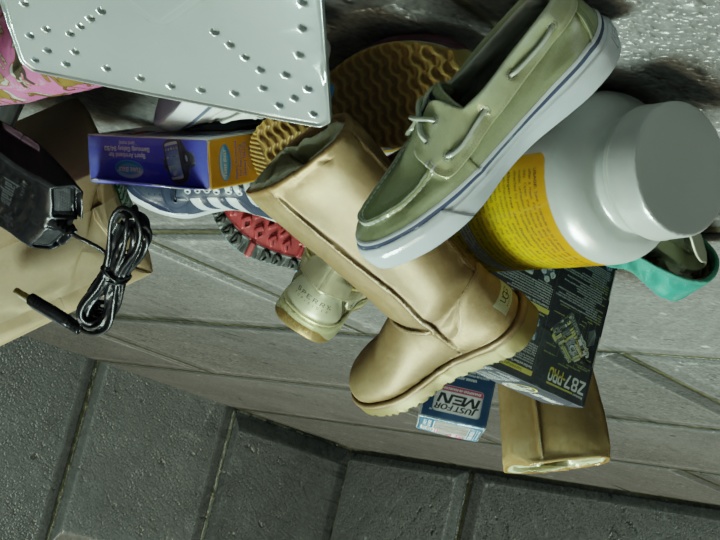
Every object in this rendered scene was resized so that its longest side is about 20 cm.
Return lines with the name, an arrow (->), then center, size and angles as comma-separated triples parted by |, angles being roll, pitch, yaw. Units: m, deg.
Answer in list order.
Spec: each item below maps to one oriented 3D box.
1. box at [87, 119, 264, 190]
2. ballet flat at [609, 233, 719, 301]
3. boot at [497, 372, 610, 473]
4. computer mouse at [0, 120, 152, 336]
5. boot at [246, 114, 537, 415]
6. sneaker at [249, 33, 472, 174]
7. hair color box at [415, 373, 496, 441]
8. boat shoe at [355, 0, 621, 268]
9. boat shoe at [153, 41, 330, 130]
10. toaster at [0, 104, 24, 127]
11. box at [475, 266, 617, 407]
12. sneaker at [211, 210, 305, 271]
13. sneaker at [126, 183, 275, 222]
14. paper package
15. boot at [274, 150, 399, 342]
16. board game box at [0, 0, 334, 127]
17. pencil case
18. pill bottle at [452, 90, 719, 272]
box -> -0.109, -0.090, 1.051 | 0.118, 0.042, 0.199 | 6, -169, 33
ballet flat -> 0.221, -0.033, 1.110 | 0.070, 0.068, 0.199 | -28, 143, 35
boot -> 0.132, 0.087, 1.296 | 0.174, 0.202, 0.066 | -11, 162, 17
computer mouse -> -0.244, -0.039, 1.022 | 0.199, 0.046, 0.141 | 27, 130, 4
boot -> 0.000, 0.000, 0.955 | 0.175, 0.066, 0.200 | -31, 120, 35
sneaker -> 0.014, -0.114, 0.957 | 0.199, 0.075, 0.090 | -18, -172, 41
hair color box -> 0.098, 0.041, 1.217 | 0.060, 0.202, 0.100 | 13, 168, 4
boat shoe -> 0.061, -0.086, 0.817 | 0.062, 0.200, 0.072 | 37, -164, -28
boat shoe -> -0.086, -0.129, 0.964 | 0.065, 0.074, 0.200 | 24, 166, -23
toaster -> -0.345, -0.144, 1.058 | 0.113, 0.130, 0.199 | 2, 163, 42
box -> 0.128, 0.008, 1.134 | 0.049, 0.163, 0.199 | 1, 163, 45
sneaker -> -0.068, -0.034, 1.339 | 0.199, 0.080, 0.095 | 33, 177, -17
sneaker -> -0.112, -0.081, 1.214 | 0.198, 0.071, 0.109 | 8, 173, -4
paper package -> -0.285, -0.039, 1.152 | 0.104, 0.189, 0.200 | 67, 173, -28
boot -> 0.006, -0.043, 1.159 | 0.072, 0.156, 0.200 | 33, -154, 2
board game box -> -0.113, -0.170, 0.768 | 0.198, 0.026, 0.201 | 12, 147, 10
pencil case -> -0.228, -0.158, 0.957 | 0.199, 0.087, 0.082 | 1, -172, 45
pill bottle -> 0.140, -0.058, 0.934 | 0.112, 0.114, 0.199 | 22, 165, -32
